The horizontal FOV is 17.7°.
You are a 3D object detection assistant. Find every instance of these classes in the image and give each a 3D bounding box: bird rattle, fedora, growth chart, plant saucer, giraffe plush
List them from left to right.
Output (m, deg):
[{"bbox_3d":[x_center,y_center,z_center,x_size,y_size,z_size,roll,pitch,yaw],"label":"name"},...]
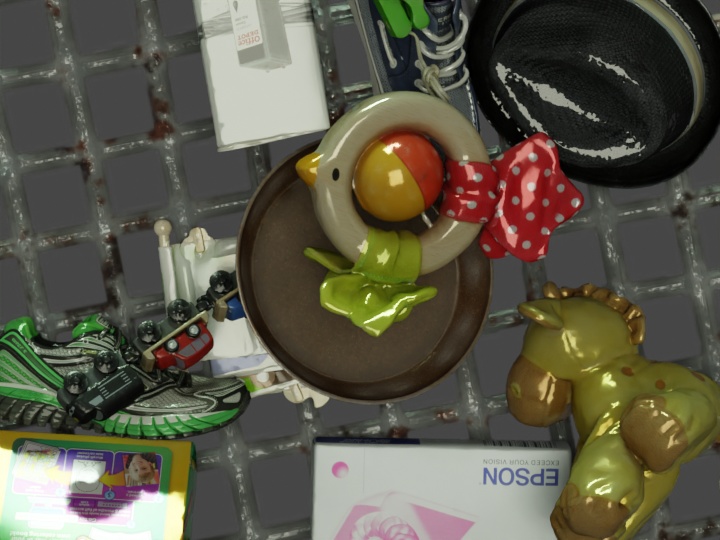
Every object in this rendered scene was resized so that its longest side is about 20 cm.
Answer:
[{"bbox_3d":[-0.054,0.032,1.744,0.199,0.018,0.145,-1,95,-1],"label":"growth chart"},{"bbox_3d":[0.000,0.000,1.704,0.200,0.034,0.201,3,81,-19],"label":"plant saucer"},{"bbox_3d":[0.045,-0.048,1.613,0.200,0.113,0.163,-33,109,0],"label":"bird rattle"},{"bbox_3d":[0.162,-0.135,1.665,0.200,0.092,0.201,7,114,16],"label":"fedora"},{"bbox_3d":[0.174,0.088,1.676,0.162,0.173,0.200,42,75,15],"label":"giraffe plush"}]

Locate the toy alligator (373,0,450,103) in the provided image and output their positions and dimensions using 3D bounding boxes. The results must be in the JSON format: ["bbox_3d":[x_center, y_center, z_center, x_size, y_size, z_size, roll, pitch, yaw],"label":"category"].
[{"bbox_3d":[0.024,-0.209,1.613,0.054,0.059,0.200,-37,106,-7],"label":"toy alligator"}]

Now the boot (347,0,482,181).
[{"bbox_3d":[0.048,-0.157,1.681,0.073,0.090,0.200,-24,91,-23],"label":"boot"}]

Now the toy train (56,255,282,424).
[{"bbox_3d":[-0.131,0.049,1.684,0.200,0.034,0.046,-35,76,-22],"label":"toy train"}]

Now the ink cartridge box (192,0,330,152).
[{"bbox_3d":[-0.078,-0.192,1.660,0.083,0.147,0.201,-10,96,-2],"label":"ink cartridge box"}]

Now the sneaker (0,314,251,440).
[{"bbox_3d":[-0.179,0.079,1.711,0.199,0.078,0.085,8,92,3],"label":"sneaker"}]

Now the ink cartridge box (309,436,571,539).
[{"bbox_3d":[0.059,0.227,1.751,0.196,0.043,0.201,0,93,-2],"label":"ink cartridge box"}]

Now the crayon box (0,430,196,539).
[{"bbox_3d":[-0.224,0.183,1.700,0.199,0.058,0.119,4,50,-1],"label":"crayon box"}]
